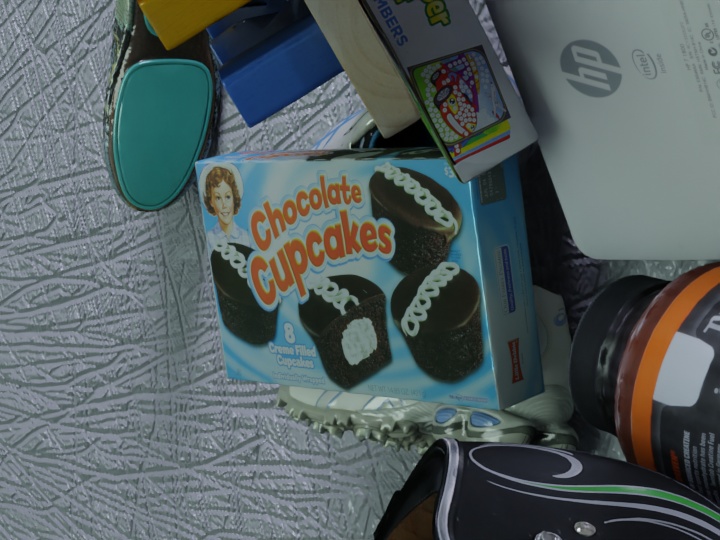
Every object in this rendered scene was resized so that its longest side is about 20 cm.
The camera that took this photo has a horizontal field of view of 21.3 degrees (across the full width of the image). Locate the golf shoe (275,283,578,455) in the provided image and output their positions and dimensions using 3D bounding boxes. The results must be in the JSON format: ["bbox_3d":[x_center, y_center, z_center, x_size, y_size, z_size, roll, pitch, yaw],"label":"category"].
[{"bbox_3d":[0.037,0.047,0.988,0.199,0.078,0.098,2,80,46],"label":"golf shoe"}]

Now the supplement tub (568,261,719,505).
[{"bbox_3d":[0.175,0.058,0.768,0.199,0.106,0.108,19,111,48],"label":"supplement tub"}]

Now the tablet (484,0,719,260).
[{"bbox_3d":[0.115,-0.087,0.783,0.129,0.014,0.201,-1,125,37],"label":"tablet"}]

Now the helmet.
[{"bbox_3d":[0.087,0.167,0.721,0.200,0.189,0.202,-155,90,-86],"label":"helmet"}]

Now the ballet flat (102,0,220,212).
[{"bbox_3d":[-0.119,-0.138,1.156,0.074,0.074,0.202,30,117,45],"label":"ballet flat"}]

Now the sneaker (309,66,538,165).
[{"bbox_3d":[0.011,-0.056,0.987,0.199,0.072,0.073,-24,79,52],"label":"sneaker"}]

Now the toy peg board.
[{"bbox_3d":[-0.077,-0.147,0.783,0.200,0.097,0.200,59,-176,-21],"label":"toy peg board"}]

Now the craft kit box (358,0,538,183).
[{"bbox_3d":[-0.001,-0.159,0.860,0.199,0.048,0.200,62,-178,-25],"label":"craft kit box"}]

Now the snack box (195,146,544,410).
[{"bbox_3d":[0.000,0.000,0.931,0.199,0.037,0.118,2,103,48],"label":"snack box"}]
